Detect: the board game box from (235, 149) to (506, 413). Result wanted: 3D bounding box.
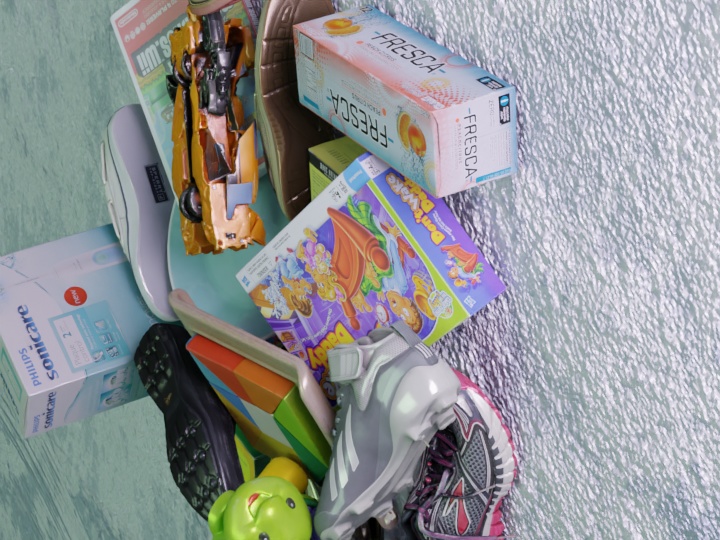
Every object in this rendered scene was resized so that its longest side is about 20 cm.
[{"bbox_3d":[0.003,0.008,1.291,0.135,0.045,0.200,54,141,4],"label":"board game box"}]

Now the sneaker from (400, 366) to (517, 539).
[{"bbox_3d":[0.068,0.164,1.316,0.081,0.074,0.201,42,142,49],"label":"sneaker"}]

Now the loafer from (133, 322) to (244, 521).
[{"bbox_3d":[-0.130,0.126,1.481,0.068,0.070,0.201,-53,45,31],"label":"loafer"}]

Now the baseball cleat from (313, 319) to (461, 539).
[{"bbox_3d":[0.005,0.112,1.279,0.107,0.069,0.200,52,131,21],"label":"baseball cleat"}]

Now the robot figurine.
[{"bbox_3d":[-0.118,-0.115,1.421,0.145,0.058,0.202,175,93,-69],"label":"robot figurine"}]

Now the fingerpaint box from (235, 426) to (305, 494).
[{"bbox_3d":[-0.112,0.187,1.728,0.200,0.073,0.168,43,142,49],"label":"fingerpaint box"}]

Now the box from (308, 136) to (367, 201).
[{"bbox_3d":[0.000,0.000,1.378,0.075,0.050,0.202,40,141,49],"label":"box"}]

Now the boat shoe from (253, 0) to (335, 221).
[{"bbox_3d":[-0.053,-0.134,1.372,0.065,0.072,0.202,-139,39,-58],"label":"boat shoe"}]

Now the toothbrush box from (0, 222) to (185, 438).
[{"bbox_3d":[-0.242,0.045,1.616,0.147,0.199,0.086,61,155,25],"label":"toothbrush box"}]

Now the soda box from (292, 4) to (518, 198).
[{"bbox_3d":[0.027,-0.120,1.208,0.200,0.068,0.064,40,142,52],"label":"soda box"}]

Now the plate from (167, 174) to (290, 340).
[{"bbox_3d":[-0.088,-0.034,1.483,0.199,0.025,0.202,-12,72,40],"label":"plate"}]

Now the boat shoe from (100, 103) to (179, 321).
[{"bbox_3d":[-0.195,-0.047,1.597,0.066,0.071,0.202,-30,77,59],"label":"boat shoe"}]

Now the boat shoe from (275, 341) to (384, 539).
[{"bbox_3d":[-0.022,0.153,1.522,0.066,0.071,0.203,-12,96,55],"label":"boat shoe"}]

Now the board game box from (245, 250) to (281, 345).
[{"bbox_3d":[-0.110,0.008,1.616,0.196,0.055,0.201,54,151,36],"label":"board game box"}]

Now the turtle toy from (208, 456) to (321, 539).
[{"bbox_3d":[-0.064,0.227,1.377,0.101,0.146,0.201,22,151,35],"label":"turtle toy"}]

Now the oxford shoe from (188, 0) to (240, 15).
[{"bbox_3d":[-0.116,-0.246,1.355,0.075,0.070,0.200,66,167,-21],"label":"oxford shoe"}]

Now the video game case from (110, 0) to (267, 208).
[{"bbox_3d":[-0.132,-0.163,1.495,0.143,0.017,0.201,-31,74,34],"label":"video game case"}]

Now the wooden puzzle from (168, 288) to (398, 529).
[{"bbox_3d":[-0.067,0.114,1.403,0.199,0.037,0.186,29,155,47],"label":"wooden puzzle"}]
